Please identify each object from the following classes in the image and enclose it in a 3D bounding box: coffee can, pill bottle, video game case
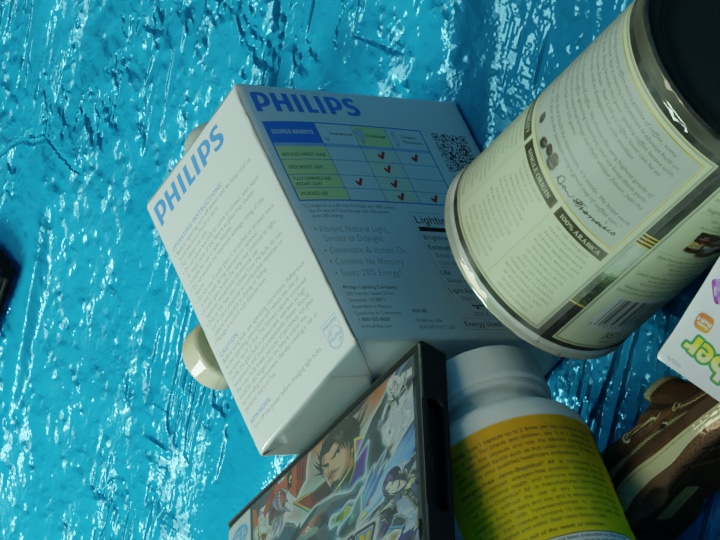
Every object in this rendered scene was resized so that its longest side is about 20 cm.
[{"bbox_3d":[0.163,-0.061,1.588,0.200,0.146,0.147,-44,59,40],"label":"coffee can"},{"bbox_3d":[0.099,0.148,1.608,0.113,0.112,0.201,-53,43,35],"label":"pill bottle"},{"bbox_3d":[-0.015,0.165,1.608,0.200,0.025,0.181,-45,28,31],"label":"video game case"}]

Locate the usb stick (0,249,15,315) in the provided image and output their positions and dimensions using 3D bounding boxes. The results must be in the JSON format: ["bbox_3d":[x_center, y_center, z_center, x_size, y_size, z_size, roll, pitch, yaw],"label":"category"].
[{"bbox_3d":[-0.332,0.069,2.248,0.055,0.032,0.201,39,119,33],"label":"usb stick"}]

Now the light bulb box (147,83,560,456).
[{"bbox_3d":[0.000,0.000,1.738,0.125,0.197,0.201,-49,54,36],"label":"light bulb box"}]

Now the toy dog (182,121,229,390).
[{"bbox_3d":[-0.069,-0.011,1.920,0.132,0.096,0.202,-17,63,51],"label":"toy dog"}]

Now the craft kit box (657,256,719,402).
[{"bbox_3d":[0.290,0.023,1.460,0.199,0.048,0.198,35,123,12],"label":"craft kit box"}]

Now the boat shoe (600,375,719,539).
[{"bbox_3d":[0.193,0.094,1.615,0.202,0.074,0.075,-47,52,39],"label":"boat shoe"}]
